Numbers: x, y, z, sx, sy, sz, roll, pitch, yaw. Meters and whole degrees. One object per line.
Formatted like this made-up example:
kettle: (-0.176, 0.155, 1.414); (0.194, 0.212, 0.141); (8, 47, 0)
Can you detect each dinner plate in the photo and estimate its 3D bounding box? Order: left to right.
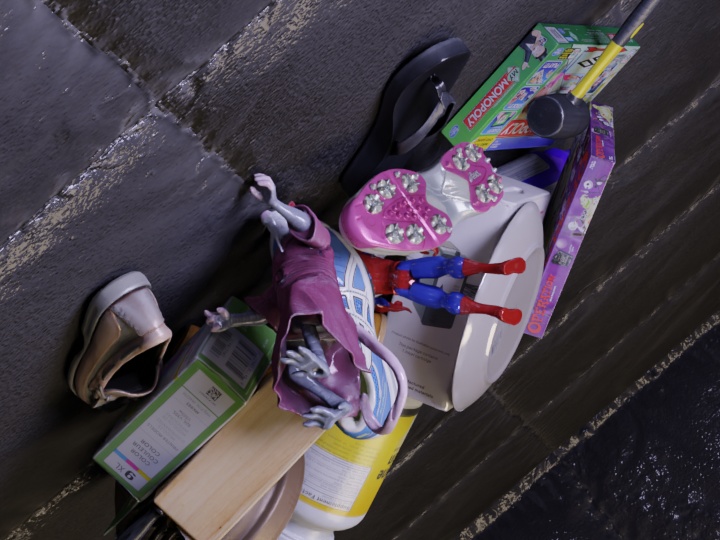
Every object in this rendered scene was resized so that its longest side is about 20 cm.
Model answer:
dinner plate: (0.130, 0.036, 1.719); (0.200, 0.024, 0.201); (-57, 159, -36)

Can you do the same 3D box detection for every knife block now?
knife block: (-0.124, 0.182, 1.553); (0.176, 0.064, 0.200); (-52, -171, -37)

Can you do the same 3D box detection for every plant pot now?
plant pot: (-0.158, 0.189, 1.748); (0.201, 0.201, 0.093); (-41, 129, 4)

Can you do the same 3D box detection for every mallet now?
mallet: (0.226, -0.195, 1.688); (0.200, 0.041, 0.066); (-50, 161, 16)

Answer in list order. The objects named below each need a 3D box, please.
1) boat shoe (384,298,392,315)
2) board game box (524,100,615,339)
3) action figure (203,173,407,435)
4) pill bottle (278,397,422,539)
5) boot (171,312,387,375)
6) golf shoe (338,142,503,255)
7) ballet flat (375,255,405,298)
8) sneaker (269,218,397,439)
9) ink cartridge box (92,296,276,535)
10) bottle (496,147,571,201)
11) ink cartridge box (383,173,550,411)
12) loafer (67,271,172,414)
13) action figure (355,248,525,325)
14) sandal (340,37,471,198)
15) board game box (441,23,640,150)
boat shoe: (-0.019, 0.062, 1.879); (0.201, 0.074, 0.063); (-34, 131, 10)
board game box: (0.196, -0.048, 1.817); (0.120, 0.032, 0.201); (-87, -166, -59)
action figure: (-0.036, 0.014, 1.496); (0.148, 0.200, 0.134); (12, 131, -20)
pill bottle: (-0.028, 0.174, 1.815); (0.112, 0.112, 0.201); (-7, 127, -63)
boot: (-0.085, 0.084, 1.648); (0.201, 0.144, 0.071); (-51, -167, 15)
golf shoe: (0.039, -0.045, 1.595); (0.091, 0.076, 0.200); (-31, 174, 40)
ballet flat: (0.000, 0.000, 1.737); (0.072, 0.072, 0.200); (-49, 167, 28)
sneaker: (-0.020, 0.047, 1.576); (0.075, 0.201, 0.077); (-24, -179, 12)
ink cartridge box: (-0.158, 0.121, 1.582); (0.200, 0.059, 0.104); (-44, -171, 30)
bottle: (0.169, -0.077, 1.914); (0.200, 0.065, 0.084); (-27, 150, -41)
ink cartridge box: (0.093, 0.013, 1.764); (0.145, 0.084, 0.201); (-19, 128, -69)
loafer: (-0.186, 0.074, 1.511); (0.072, 0.063, 0.200); (-32, 162, -25)
action figure: (0.061, 0.009, 1.628); (0.099, 0.199, 0.066); (2, 94, -55)
sandal: (0.046, -0.119, 1.560); (0.076, 0.043, 0.200); (-29, 161, -34)
board game box: (0.167, -0.166, 1.740); (0.135, 0.029, 0.200); (-49, 162, 24)
